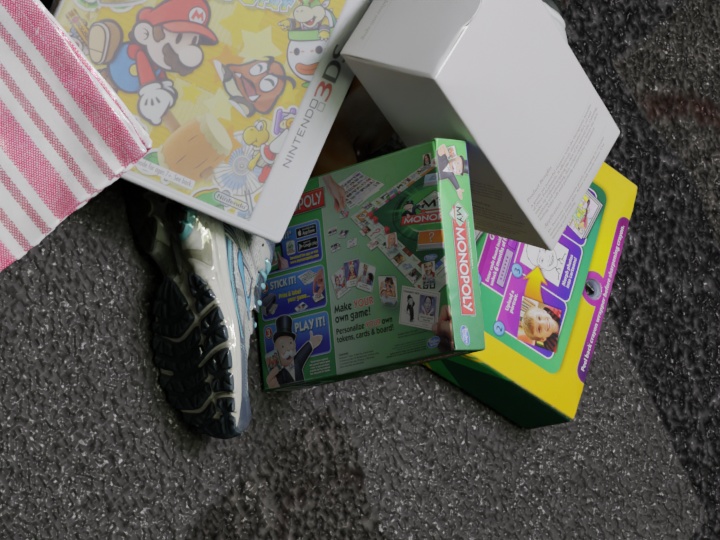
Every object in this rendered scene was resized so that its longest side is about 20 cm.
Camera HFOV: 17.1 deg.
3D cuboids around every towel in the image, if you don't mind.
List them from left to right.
[{"bbox_3d":[-0.243,-0.067,1.446,0.200,0.030,0.147,-40,106,-4],"label":"towel"}]

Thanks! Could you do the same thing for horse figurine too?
[{"bbox_3d":[0.017,-0.092,1.674,0.200,0.132,0.050,-56,156,-19],"label":"horse figurine"}]

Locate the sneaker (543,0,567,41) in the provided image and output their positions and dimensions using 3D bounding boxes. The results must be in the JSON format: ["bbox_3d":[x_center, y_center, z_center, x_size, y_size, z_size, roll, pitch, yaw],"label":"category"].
[{"bbox_3d":[0.074,-0.230,1.768,0.200,0.080,0.087,34,49,-37],"label":"sneaker"}]

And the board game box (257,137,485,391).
[{"bbox_3d":[0.000,0.000,1.570,0.029,0.199,0.136,2,80,-39],"label":"board game box"}]

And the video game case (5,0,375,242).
[{"bbox_3d":[-0.101,-0.136,1.509,0.199,0.023,0.183,23,94,-24],"label":"video game case"}]

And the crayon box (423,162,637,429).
[{"bbox_3d":[0.103,-0.013,1.745,0.172,0.058,0.201,32,62,-27],"label":"crayon box"}]

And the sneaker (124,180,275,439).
[{"bbox_3d":[-0.088,0.009,1.580,0.086,0.077,0.201,-6,84,-42],"label":"sneaker"}]

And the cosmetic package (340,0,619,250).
[{"bbox_3d":[0.083,-0.115,1.568,0.108,0.085,0.200,-57,139,-19],"label":"cosmetic package"}]
